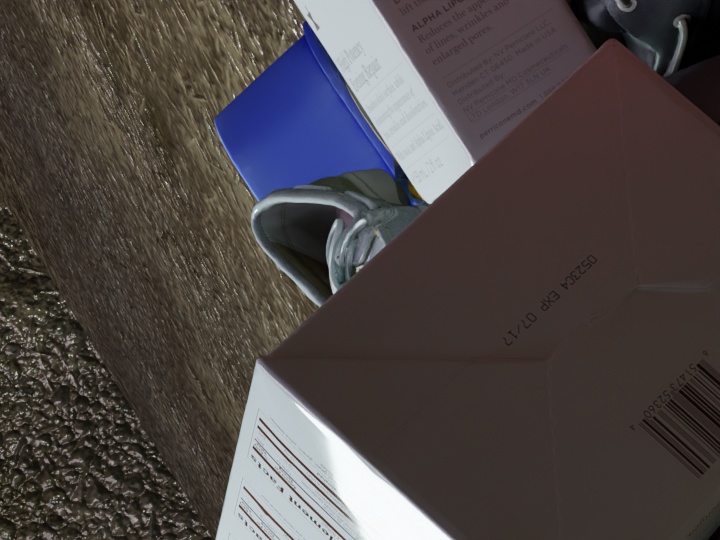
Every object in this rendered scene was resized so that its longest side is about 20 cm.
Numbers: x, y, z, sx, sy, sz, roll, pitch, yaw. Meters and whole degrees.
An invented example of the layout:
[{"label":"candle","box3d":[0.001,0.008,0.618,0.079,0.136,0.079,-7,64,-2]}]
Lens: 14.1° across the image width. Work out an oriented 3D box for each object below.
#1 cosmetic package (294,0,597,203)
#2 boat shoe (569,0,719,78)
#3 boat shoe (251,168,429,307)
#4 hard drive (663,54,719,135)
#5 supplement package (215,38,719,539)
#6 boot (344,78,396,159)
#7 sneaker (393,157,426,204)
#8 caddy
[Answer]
[{"label":"cosmetic package","box3d":[0.009,-0.133,1.156,0.200,0.074,0.102,56,166,1]},{"label":"boat shoe","box3d":[0.111,-0.110,1.129,0.076,0.060,0.200,51,164,36]},{"label":"boat shoe","box3d":[0.000,-0.002,1.315,0.202,0.065,0.075,-127,36,-68]},{"label":"hard drive","box3d":[0.150,-0.013,1.109,0.135,0.042,0.200,52,155,-8]},{"label":"supplement package","box3d":[0.066,0.063,1.074,0.147,0.191,0.200,42,155,13]},{"label":"boot","box3d":[0.078,-0.026,1.335,0.200,0.077,0.138,39,166,18]},{"label":"sneaker","box3d":[0.064,-0.040,1.401,0.200,0.090,0.075,64,167,-14]},{"label":"caddy","box3d":[0.014,-0.045,1.566,0.200,0.105,0.141,56,-171,18]}]
